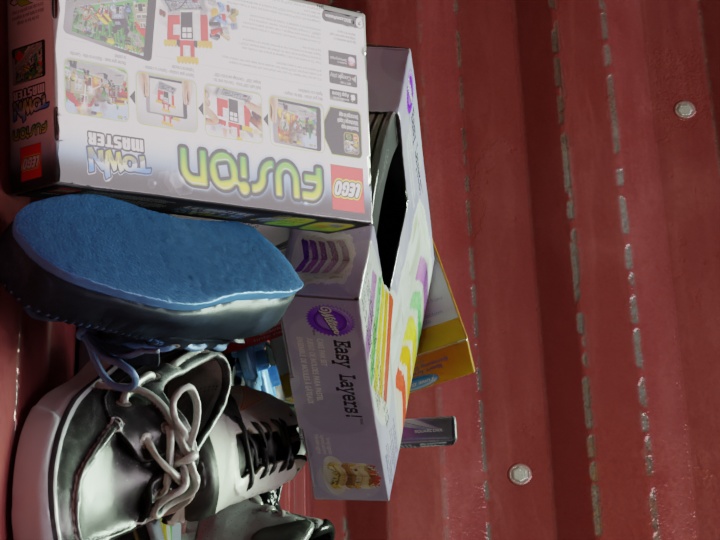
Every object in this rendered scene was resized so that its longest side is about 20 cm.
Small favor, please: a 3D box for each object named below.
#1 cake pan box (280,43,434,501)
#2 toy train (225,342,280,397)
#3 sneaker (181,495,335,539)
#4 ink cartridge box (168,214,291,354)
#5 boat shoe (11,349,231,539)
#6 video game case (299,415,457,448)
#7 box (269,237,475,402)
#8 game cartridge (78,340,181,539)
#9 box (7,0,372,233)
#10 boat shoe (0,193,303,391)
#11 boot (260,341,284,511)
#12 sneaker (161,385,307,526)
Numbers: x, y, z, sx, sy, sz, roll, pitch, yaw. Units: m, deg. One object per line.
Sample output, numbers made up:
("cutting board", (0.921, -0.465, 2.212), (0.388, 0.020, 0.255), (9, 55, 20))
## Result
("cake pan box", (0.000, 0.000, 1.197), (0.201, 0.052, 0.185), (82, 14, -49))
("toy train", (-0.103, 0.031, 1.349), (0.200, 0.086, 0.115), (74, 4, -74))
("sneaker", (-0.074, 0.168, 1.469), (0.201, 0.114, 0.075), (-91, 177, -48))
("ink cartridge box", (-0.093, -0.057, 1.171), (0.200, 0.083, 0.145), (82, -10, -66))
("boat shoe", (-0.105, 0.084, 0.989), (0.199, 0.067, 0.074), (-50, 136, -72))
("video game case", (-0.037, 0.111, 1.384), (0.143, 0.198, 0.019), (73, 15, -84))
("box", (-0.010, -0.002, 1.358), (0.042, 0.118, 0.201), (72, 0, -48))
("game cartridge", (-0.126, 0.095, 1.184), (0.201, 0.040, 0.134), (85, -1, -58))
("box", (-0.076, -0.082, 1.004), (0.199, 0.035, 0.111), (7, 78, -45))
("boat shoe", (-0.096, 0.018, 0.960), (0.199, 0.069, 0.084), (13, 34, -55))
("boot", (-0.090, 0.142, 1.641), (0.168, 0.076, 0.202), (102, -8, -81))
("sneaker", (-0.071, 0.094, 1.178), (0.200, 0.079, 0.075), (-65, 154, -84))
